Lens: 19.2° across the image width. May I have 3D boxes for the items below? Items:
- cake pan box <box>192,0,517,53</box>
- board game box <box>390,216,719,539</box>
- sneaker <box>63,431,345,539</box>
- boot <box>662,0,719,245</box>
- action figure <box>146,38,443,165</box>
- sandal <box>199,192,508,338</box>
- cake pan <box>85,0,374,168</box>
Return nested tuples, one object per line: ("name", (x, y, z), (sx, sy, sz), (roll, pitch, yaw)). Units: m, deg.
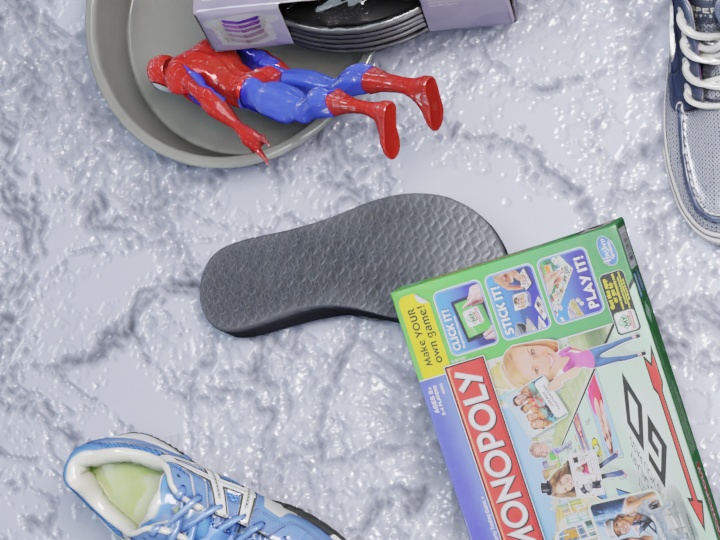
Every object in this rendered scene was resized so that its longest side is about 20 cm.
("cake pan box", (-0.002, -0.224, 1.232), (0.184, 0.052, 0.200), (-6, 65, 11))
("board game box", (0.111, 0.086, 1.171), (0.134, 0.029, 0.200), (-18, 93, 18))
("sneaker", (-0.090, 0.156, 1.244), (0.200, 0.077, 0.076), (22, 90, 21))
("boot", (0.192, -0.117, 1.161), (0.073, 0.090, 0.200), (-3, 82, 21))
("action figure", (-0.049, -0.101, 1.226), (0.200, 0.065, 0.052), (17, 132, 36))
("sandal", (0.000, -0.001, 1.254), (0.200, 0.043, 0.076), (-5, 73, 29))
("cake pan", (-0.072, -0.159, 1.299), (0.200, 0.037, 0.201), (-3, 82, 21))
